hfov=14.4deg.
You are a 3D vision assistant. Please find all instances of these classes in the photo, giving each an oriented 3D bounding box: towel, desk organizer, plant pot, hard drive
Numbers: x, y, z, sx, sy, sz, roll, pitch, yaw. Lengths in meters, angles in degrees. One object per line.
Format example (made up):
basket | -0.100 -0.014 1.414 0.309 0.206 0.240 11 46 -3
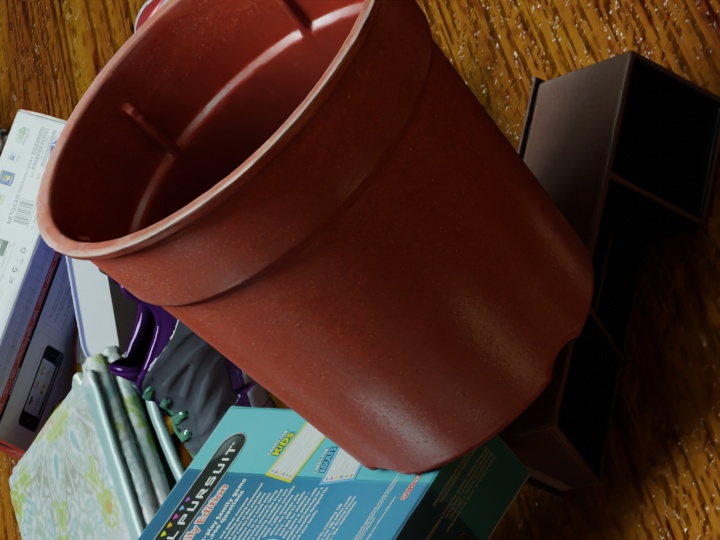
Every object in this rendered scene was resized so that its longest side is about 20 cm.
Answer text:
towel | -0.140 0.167 1.656 0.171 0.048 0.201 -52 52 53
desk organizer | 0.113 0.001 1.375 0.077 0.071 0.201 -17 54 54
plant pot | -0.008 -0.022 1.287 0.200 0.195 0.201 -33 29 21
hard drive | -0.130 -0.041 1.729 0.200 0.025 0.133 -46 -50 -65

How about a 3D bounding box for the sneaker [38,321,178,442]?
sneaker | -0.138 0.073 1.811 0.082 0.078 0.201 -5 56 31

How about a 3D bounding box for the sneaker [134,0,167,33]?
sneaker | -0.045 -0.167 1.712 0.199 0.072 0.113 -24 11 5

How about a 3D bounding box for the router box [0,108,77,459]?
router box | -0.199 0.021 1.842 0.049 0.179 0.201 15 79 23

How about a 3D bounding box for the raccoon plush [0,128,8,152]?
raccoon plush | -0.358 -0.097 2.340 0.134 0.097 0.200 -54 27 7

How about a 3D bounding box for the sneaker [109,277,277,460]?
sneaker | -0.095 0.072 1.593 0.074 0.087 0.201 -146 44 -68

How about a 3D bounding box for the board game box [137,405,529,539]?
board game box | -0.032 0.137 1.358 0.199 0.047 0.151 -2 46 53

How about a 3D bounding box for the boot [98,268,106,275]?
boot | -0.086 -0.057 1.671 0.069 0.174 0.201 -24 49 33
